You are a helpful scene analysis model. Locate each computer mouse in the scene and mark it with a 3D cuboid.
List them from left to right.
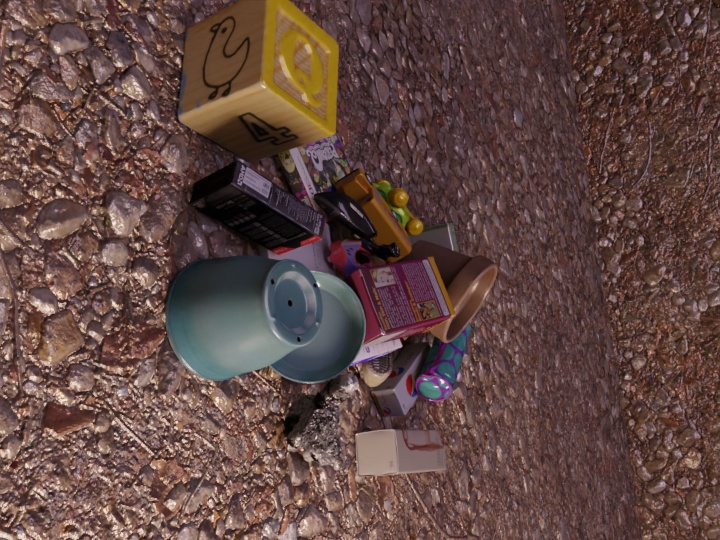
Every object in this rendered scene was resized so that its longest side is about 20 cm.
[{"bbox_3d":[-0.004,-0.093,1.446,0.199,0.140,0.046,37,81,-4],"label":"computer mouse"}]

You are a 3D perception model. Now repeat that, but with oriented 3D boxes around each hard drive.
[{"bbox_3d":[-0.120,-0.030,1.420,0.199,0.026,0.133,0,80,-56],"label":"hard drive"}]

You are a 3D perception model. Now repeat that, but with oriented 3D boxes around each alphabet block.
[{"bbox_3d":[-0.172,-0.327,1.279,0.196,0.199,0.197,23,61,-51],"label":"alphabet block"}]

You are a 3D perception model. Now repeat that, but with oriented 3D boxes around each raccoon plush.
[{"bbox_3d":[-0.042,0.277,1.304,0.134,0.199,0.097,37,39,-27],"label":"raccoon plush"}]

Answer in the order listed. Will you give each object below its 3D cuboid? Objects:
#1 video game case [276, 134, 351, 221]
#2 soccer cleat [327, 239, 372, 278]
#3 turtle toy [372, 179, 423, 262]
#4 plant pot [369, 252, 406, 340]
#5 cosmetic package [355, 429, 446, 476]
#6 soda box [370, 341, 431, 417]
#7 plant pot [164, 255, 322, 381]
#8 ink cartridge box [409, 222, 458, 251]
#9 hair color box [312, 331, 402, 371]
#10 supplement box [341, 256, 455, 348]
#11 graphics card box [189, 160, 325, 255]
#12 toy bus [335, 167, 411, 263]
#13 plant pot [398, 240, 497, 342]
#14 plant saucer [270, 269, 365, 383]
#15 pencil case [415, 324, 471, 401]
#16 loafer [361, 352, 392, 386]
[{"bbox_3d":[-0.080,-0.196,1.503,0.200,0.036,0.183,-35,105,-58],"label":"video game case"},{"bbox_3d":[0.000,0.000,1.523,0.200,0.076,0.067,53,35,-51],"label":"soccer cleat"},{"bbox_3d":[0.066,-0.105,1.641,0.201,0.101,0.146,61,-7,-23],"label":"turtle toy"},{"bbox_3d":[0.068,0.051,1.582,0.200,0.027,0.201,-22,90,-88],"label":"plant pot"},{"bbox_3d":[0.086,0.376,1.536,0.199,0.103,0.088,18,64,-55],"label":"cosmetic package"},{"bbox_3d":[0.099,0.237,1.633,0.200,0.063,0.069,-44,116,-53],"label":"soda box"},{"bbox_3d":[-0.168,0.065,1.166,0.199,0.187,0.202,20,65,-50],"label":"plant pot"},{"bbox_3d":[0.161,0.002,1.722,0.048,0.144,0.202,-10,89,-66],"label":"ink cartridge box"},{"bbox_3d":[-0.024,0.126,1.421,0.199,0.065,0.110,-12,76,-40],"label":"hair color box"},{"bbox_3d":[0.064,0.061,1.411,0.199,0.103,0.132,-9,73,-41],"label":"supplement box"},{"bbox_3d":[-0.171,-0.100,1.251,0.199,0.125,0.051,30,59,-36],"label":"graphics card box"},{"bbox_3d":[0.028,-0.111,1.519,0.200,0.065,0.079,51,18,-35],"label":"toy bus"},{"bbox_3d":[0.171,0.024,1.595,0.200,0.174,0.201,-45,158,-24],"label":"plant pot"},{"bbox_3d":[-0.090,0.101,1.323,0.036,0.198,0.202,113,-26,-76],"label":"plant saucer"},{"bbox_3d":[0.184,0.191,1.641,0.201,0.084,0.093,-64,147,-44],"label":"pencil case"},{"bbox_3d":[0.031,0.161,1.552,0.075,0.069,0.201,22,37,-8],"label":"loafer"}]
